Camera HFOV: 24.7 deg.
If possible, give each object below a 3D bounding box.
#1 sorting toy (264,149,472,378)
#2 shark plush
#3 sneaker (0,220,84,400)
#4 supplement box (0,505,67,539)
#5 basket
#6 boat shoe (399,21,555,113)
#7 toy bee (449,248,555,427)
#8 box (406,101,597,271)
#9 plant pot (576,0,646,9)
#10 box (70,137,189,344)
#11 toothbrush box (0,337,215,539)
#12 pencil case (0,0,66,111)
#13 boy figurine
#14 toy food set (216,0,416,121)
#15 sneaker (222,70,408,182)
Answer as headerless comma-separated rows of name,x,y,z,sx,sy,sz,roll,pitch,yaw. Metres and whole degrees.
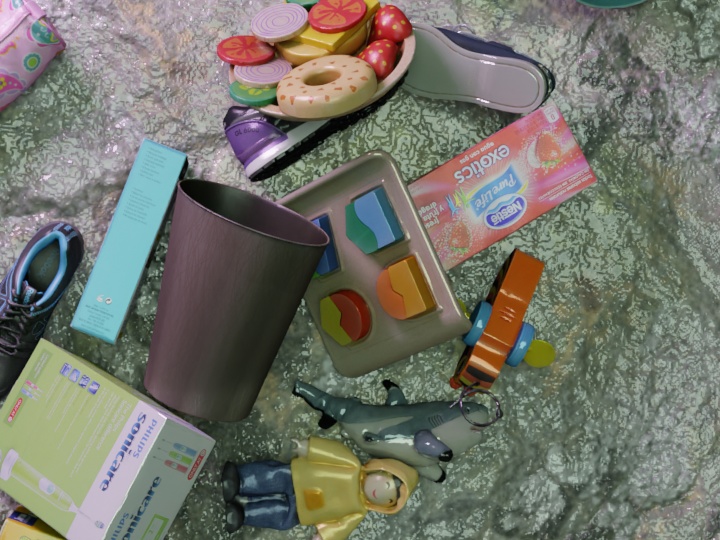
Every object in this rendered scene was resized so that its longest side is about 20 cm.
sorting toy,0.000,0.000,1.640,0.036,0.184,0.201,-31,94,-48
shark plush,0.029,0.154,1.703,0.198,0.091,0.084,11,67,15
sneaker,-0.344,0.039,1.642,0.073,0.082,0.202,26,88,-6
supplement box,-0.270,0.322,1.628,0.198,0.109,0.111,20,87,-5
basket,-0.133,0.035,1.621,0.135,0.180,0.202,3,109,-47
boat shoe,0.105,-0.214,1.694,0.198,0.062,0.076,14,109,19
toy bee,0.122,0.077,1.688,0.131,0.109,0.200,45,60,5
box,0.126,-0.078,1.675,0.199,0.103,0.095,-30,92,-10
plant pot,0.261,-0.387,1.673,0.198,0.201,0.135,-21,53,-6
box,-0.231,-0.028,1.654,0.049,0.082,0.202,21,86,-4
toothbrush box,-0.260,0.177,1.593,0.199,0.086,0.147,25,85,38
pencil case,-0.389,-0.191,1.642,0.200,0.087,0.088,-42,93,-6
boy figurine,-0.039,0.230,1.669,0.197,0.064,0.126,-2,98,1
toy food set,-0.044,-0.217,1.638,0.197,0.049,0.200,19,52,32
sneaker,-0.050,-0.179,1.672,0.199,0.076,0.088,-31,83,3
